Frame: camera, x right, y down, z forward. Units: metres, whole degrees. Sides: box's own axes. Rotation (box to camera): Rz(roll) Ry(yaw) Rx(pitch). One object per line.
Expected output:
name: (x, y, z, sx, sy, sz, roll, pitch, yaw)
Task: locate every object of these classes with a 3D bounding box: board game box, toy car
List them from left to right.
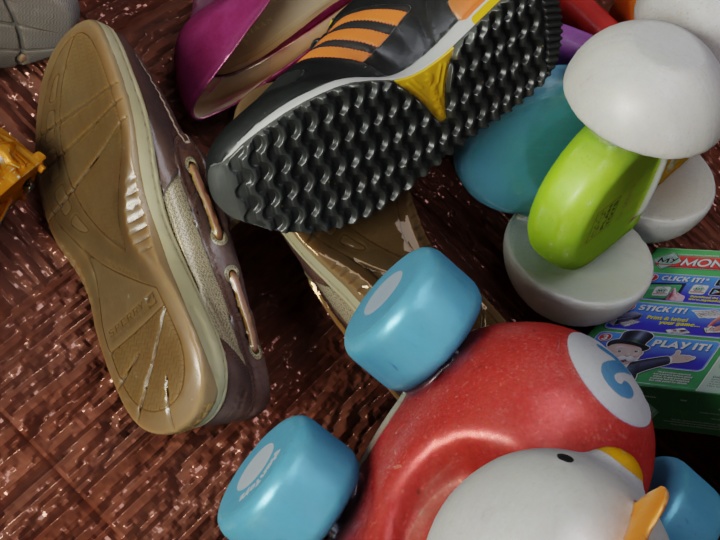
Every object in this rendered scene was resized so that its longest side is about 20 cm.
toy car: (0.073, 0.100, 0.607, 0.184, 0.200, 0.177, 40, 76, -13)
toy car: (0.124, -0.086, 0.833, 0.150, 0.176, 0.200, 32, 47, 15)
board game box: (0.218, 0.037, 0.800, 0.135, 0.199, 0.029, -42, 125, -42)

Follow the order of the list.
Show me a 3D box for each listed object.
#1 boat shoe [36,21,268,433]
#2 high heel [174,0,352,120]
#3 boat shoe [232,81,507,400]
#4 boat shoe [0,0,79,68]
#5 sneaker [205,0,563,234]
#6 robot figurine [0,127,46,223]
boat shoe: (-0.091, -0.021, 0.717, 0.072, 0.072, 0.201, 2, 59, -49)
high heel: (-0.006, -0.140, 0.779, 0.067, 0.199, 0.097, 42, 36, -39)
boat shoe: (0.000, 0.000, 0.759, 0.072, 0.072, 0.200, -36, 82, -32)
boat shoe: (-0.226, -0.152, 0.720, 0.199, 0.076, 0.072, 14, 52, -26)
sneaker: (0.000, -0.086, 0.734, 0.200, 0.070, 0.090, -32, 40, -24)
robot figurine: (-0.229, -0.016, 0.638, 0.145, 0.058, 0.200, 41, 48, -1)
